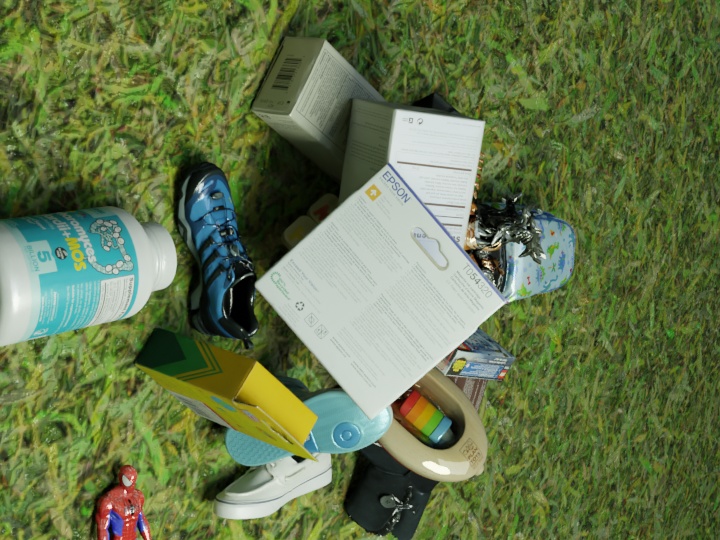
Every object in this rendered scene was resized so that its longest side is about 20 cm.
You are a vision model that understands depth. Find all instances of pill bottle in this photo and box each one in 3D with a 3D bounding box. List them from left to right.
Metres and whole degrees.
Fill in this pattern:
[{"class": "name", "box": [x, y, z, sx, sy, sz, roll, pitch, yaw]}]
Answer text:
[{"class": "pill bottle", "box": [-0.273, 0.000, 0.963, 0.199, 0.110, 0.112, -13, 110, -47]}]

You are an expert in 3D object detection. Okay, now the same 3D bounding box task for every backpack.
[{"class": "backpack", "box": [0.233, -0.027, 1.537, 0.199, 0.152, 0.166, -8, 100, -61]}]

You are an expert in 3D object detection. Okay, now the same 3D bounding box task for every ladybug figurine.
[{"class": "ladybug figurine", "box": [0.074, 0.193, 1.295, 0.136, 0.200, 0.072, -42, 173, -35]}]

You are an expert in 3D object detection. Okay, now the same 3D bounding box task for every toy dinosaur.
[{"class": "toy dinosaur", "box": [0.148, -0.041, 1.253, 0.134, 0.103, 0.202, -8, 135, -13]}]

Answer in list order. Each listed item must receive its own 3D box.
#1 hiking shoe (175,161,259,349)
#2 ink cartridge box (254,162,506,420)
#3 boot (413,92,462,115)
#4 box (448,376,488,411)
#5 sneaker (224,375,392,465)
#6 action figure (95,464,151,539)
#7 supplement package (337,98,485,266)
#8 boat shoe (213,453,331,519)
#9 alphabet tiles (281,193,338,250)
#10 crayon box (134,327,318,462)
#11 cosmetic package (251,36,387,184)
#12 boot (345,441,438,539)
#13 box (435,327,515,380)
[{"class": "hiking shoe", "box": [-0.146, -0.019, 1.122, 0.074, 0.086, 0.203, -25, 118, -43]}, {"class": "ink cartridge box", "box": [0.021, 0.023, 1.098, 0.200, 0.197, 0.043, -41, -179, 8]}, {"class": "boot", "box": [0.120, -0.115, 1.371, 0.165, 0.065, 0.202, 51, 32, -45]}, {"class": "box", "box": [0.120, 0.173, 1.448, 0.200, 0.074, 0.101, 41, 67, -70]}, {"class": "sneaker", "box": [-0.056, 0.161, 1.207, 0.131, 0.197, 0.081, -69, 149, -72]}, {"class": "action figure", "box": [-0.258, 0.310, 1.112, 0.065, 0.051, 0.203, -5, 101, -44]}, {"class": "supplement package", "box": [0.051, -0.087, 1.179, 0.118, 0.121, 0.203, 3, 103, -26]}, {"class": "boat shoe", "box": [-0.104, 0.250, 1.256, 0.199, 0.071, 0.067, -10, 103, -48]}, {"class": "alphabet tiles", "box": [0.000, 0.000, 1.252, 0.200, 0.015, 0.195, 45, 58, 3]}, {"class": "crayon box", "box": [-0.133, 0.132, 1.090, 0.051, 0.198, 0.127, -59, 137, -19]}, {"class": "cosmetic package", "box": [-0.030, -0.182, 1.226, 0.200, 0.071, 0.106, 39, 72, -47]}, {"class": "boot", "box": [0.013, 0.270, 1.378, 0.169, 0.198, 0.077, -62, -175, 27]}, {"class": "box", "box": [0.092, 0.069, 1.338, 0.136, 0.200, 0.040, 13, 112, -49]}]
